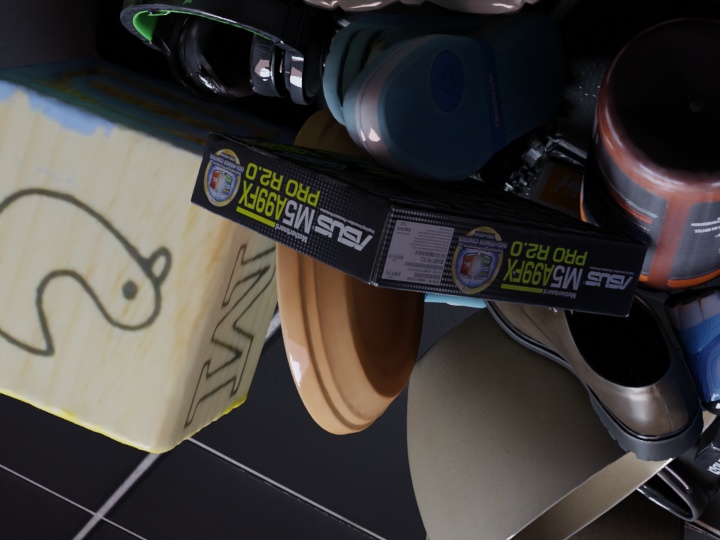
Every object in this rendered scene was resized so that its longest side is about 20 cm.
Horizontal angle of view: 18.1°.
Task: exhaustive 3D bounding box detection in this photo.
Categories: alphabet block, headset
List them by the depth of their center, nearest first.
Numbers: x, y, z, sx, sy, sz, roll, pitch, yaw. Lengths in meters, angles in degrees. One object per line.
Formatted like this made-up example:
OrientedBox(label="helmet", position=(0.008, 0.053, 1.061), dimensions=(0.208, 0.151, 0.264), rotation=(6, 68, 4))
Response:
OrientedBox(label="headset", position=(-0.065, -0.124, 1.405), dimensions=(0.123, 0.094, 0.200), rotation=(5, 167, 41))
OrientedBox(label="alphabet block", position=(-0.159, -0.017, 1.517), dimensions=(0.195, 0.200, 0.196), rotation=(21, -168, 13))

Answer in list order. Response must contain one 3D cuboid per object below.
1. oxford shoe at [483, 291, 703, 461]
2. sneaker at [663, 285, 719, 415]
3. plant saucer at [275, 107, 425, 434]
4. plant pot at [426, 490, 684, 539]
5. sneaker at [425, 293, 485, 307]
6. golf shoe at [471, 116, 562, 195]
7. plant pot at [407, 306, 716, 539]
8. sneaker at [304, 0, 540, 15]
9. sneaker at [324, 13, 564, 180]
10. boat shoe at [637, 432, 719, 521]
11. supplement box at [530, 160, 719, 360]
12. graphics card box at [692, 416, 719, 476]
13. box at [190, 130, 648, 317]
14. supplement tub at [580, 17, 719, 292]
OrientedBox(label="oxford shoe", position=(0.130, 0.018, 1.330), dimensions=(0.200, 0.073, 0.084), rotation=(44, 164, 37))
OrientedBox(label="sneaker", position=(0.268, 0.047, 1.362), dimensions=(0.200, 0.090, 0.078), rotation=(-6, 176, -31))
OrientedBox(label="plant saucer", position=(0.000, 0.000, 1.382), dimensions=(0.037, 0.201, 0.200), rotation=(-3, 149, 20))
OrientedBox(label="plant pot", position=(0.167, 0.228, 1.884), dimensions=(0.200, 0.187, 0.187), rotation=(4, 154, 12))
OrientedBox(label="sneaker", position=(-0.001, -0.014, 1.551), dimensions=(0.200, 0.080, 0.130), rotation=(15, 173, -41))
OrientedBox(label="golf shoe", position=(0.064, -0.079, 1.423), dimensions=(0.094, 0.078, 0.200), rotation=(45, 160, 6))
OrientedBox(label="plant pot", position=(0.107, 0.093, 1.432), dimensions=(0.135, 0.200, 0.200), rotation=(55, 163, 14))
OrientedBox(label="sneaker", position=(0.021, -0.191, 1.222), dimensions=(0.200, 0.078, 0.080), rotation=(4, 131, 33))
OrientedBox(label="sneaker", position=(0.016, -0.096, 1.245), dimensions=(0.130, 0.080, 0.200), rotation=(3, -167, 31))
OrientedBox(label="boat shoe", position=(0.159, 0.106, 1.540), dimensions=(0.200, 0.057, 0.067), rotation=(26, 160, -6))
OrientedBox(label="supplement box", position=(0.172, 0.020, 1.506), dimensions=(0.126, 0.074, 0.200), rotation=(19, 157, 15))
OrientedBox(label="graphics card box", position=(0.331, 0.109, 1.466), dimensions=(0.200, 0.126, 0.051), rotation=(25, 160, -1))
OrientedBox(label="box", position=(0.034, -0.025, 1.234), dimensions=(0.200, 0.044, 0.160), rotation=(7, -169, -43))
OrientedBox(label="supplement tub", position=(0.179, -0.054, 1.279), dimensions=(0.107, 0.107, 0.200), rotation=(22, 160, 9))
